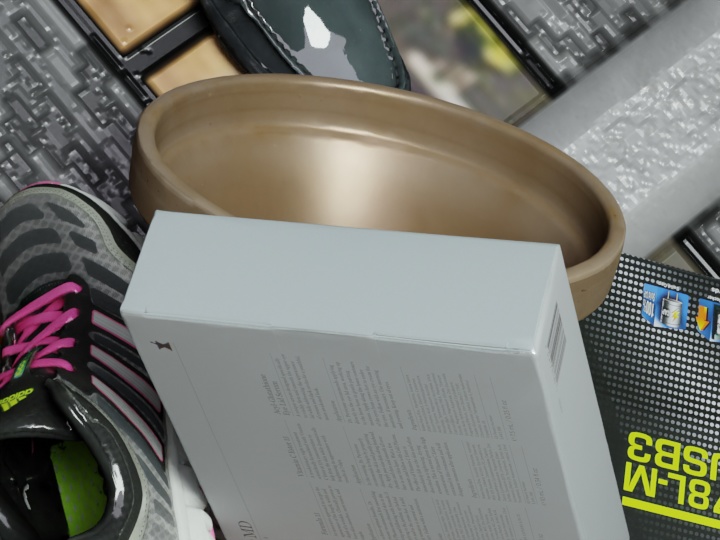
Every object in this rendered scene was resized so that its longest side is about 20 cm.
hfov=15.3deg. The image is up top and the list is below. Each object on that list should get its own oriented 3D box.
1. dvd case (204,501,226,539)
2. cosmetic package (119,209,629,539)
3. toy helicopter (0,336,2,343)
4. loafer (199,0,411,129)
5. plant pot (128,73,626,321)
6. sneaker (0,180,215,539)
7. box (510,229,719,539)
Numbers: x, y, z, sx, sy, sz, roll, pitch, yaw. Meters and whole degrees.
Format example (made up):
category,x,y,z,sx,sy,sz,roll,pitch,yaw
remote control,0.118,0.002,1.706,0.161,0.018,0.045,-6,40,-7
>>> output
category,x,y,z,sx,sy,sz,roll,pitch,yaw
dvd case,-0.039,0.132,1.105,0.146,0.022,0.200,26,65,-3
cosmetic package,0.011,0.060,0.990,0.150,0.200,0.052,4,55,16
toy helicopter,-0.200,0.030,1.089,0.132,0.079,0.201,11,78,-19
loafer,-0.045,-0.147,1.182,0.068,0.070,0.201,-32,81,-23
plant pot,0.000,0.000,1.083,0.200,0.093,0.201,11,23,-5
sneaker,-0.115,0.049,1.033,0.087,0.074,0.200,21,49,-54
box,0.140,0.095,1.132,0.200,0.048,0.194,16,58,-9
